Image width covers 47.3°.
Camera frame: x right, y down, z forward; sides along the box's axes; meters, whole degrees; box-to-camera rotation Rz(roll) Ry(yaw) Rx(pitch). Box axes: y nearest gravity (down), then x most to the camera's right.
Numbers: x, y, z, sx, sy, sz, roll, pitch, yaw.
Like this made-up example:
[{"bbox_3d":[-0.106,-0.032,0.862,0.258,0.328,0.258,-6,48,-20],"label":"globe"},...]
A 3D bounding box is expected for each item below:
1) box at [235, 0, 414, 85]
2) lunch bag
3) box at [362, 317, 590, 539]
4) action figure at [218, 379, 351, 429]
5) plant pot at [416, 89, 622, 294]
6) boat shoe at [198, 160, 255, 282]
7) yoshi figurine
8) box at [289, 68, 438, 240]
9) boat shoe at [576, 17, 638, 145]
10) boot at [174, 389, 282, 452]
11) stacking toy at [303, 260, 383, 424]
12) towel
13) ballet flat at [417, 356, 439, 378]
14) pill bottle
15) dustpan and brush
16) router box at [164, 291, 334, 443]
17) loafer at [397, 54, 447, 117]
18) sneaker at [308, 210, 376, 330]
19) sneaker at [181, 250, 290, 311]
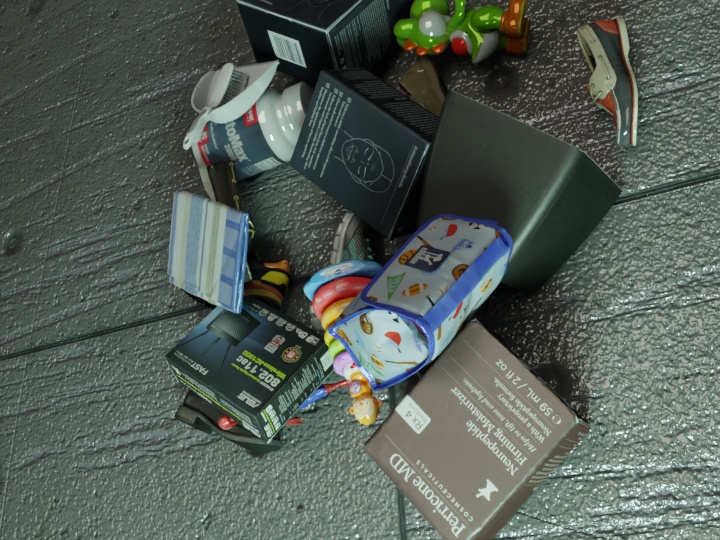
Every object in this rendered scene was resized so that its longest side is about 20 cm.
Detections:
[{"bbox_3d":[-0.049,-0.401,1.276,0.198,0.125,0.197,28,63,32],"label":"box"},{"bbox_3d":[0.073,0.031,0.946,0.124,0.200,0.170,48,63,-4],"label":"lunch bag"},{"bbox_3d":[0.142,0.195,0.970,0.166,0.164,0.201,43,94,23],"label":"box"},{"bbox_3d":[-0.104,0.180,1.147,0.196,0.052,0.066,-18,55,-5],"label":"action figure"},{"bbox_3d":[0.185,-0.087,1.051,0.199,0.198,0.180,33,98,31],"label":"plant pot"},{"bbox_3d":[-0.191,-0.076,1.237,0.059,0.072,0.205,-16,72,-11],"label":"boat shoe"},{"bbox_3d":[0.148,-0.371,1.206,0.196,0.112,0.115,5,116,20],"label":"yoshi figurine"},{"bbox_3d":[0.021,-0.166,1.140,0.199,0.106,0.150,38,122,23],"label":"box"},{"bbox_3d":[0.330,-0.250,1.091,0.061,0.071,0.204,-5,63,9],"label":"boat shoe"},{"bbox_3d":[-0.177,0.162,1.218,0.197,0.069,0.177,15,72,23],"label":"boot"},{"bbox_3d":[-0.004,0.099,1.052,0.114,0.110,0.204,-16,58,17],"label":"stacking toy"},{"bbox_3d":[-0.223,-0.031,1.197,0.198,0.023,0.150,19,106,47],"label":"towel"},{"bbox_3d":[0.065,0.117,1.108,0.197,0.070,0.067,-11,84,27],"label":"ballet flat"},{"bbox_3d":[-0.160,-0.222,1.309,0.197,0.119,0.122,-19,65,20],"label":"pill bottle"},{"bbox_3d":[-0.216,-0.252,1.242,0.137,0.057,0.203,0,61,32],"label":"dustpan and brush"},{"bbox_3d":[-0.152,0.125,1.137,0.198,0.063,0.150,24,57,35],"label":"router box"},{"bbox_3d":[0.107,-0.226,1.204,0.067,0.076,0.203,-27,52,17],"label":"loafer"},{"bbox_3d":[0.000,0.000,1.186,0.090,0.077,0.204,17,87,20],"label":"sneaker"},{"bbox_3d":[-0.194,0.011,1.284,0.197,0.070,0.091,7,60,29],"label":"sneaker"}]
